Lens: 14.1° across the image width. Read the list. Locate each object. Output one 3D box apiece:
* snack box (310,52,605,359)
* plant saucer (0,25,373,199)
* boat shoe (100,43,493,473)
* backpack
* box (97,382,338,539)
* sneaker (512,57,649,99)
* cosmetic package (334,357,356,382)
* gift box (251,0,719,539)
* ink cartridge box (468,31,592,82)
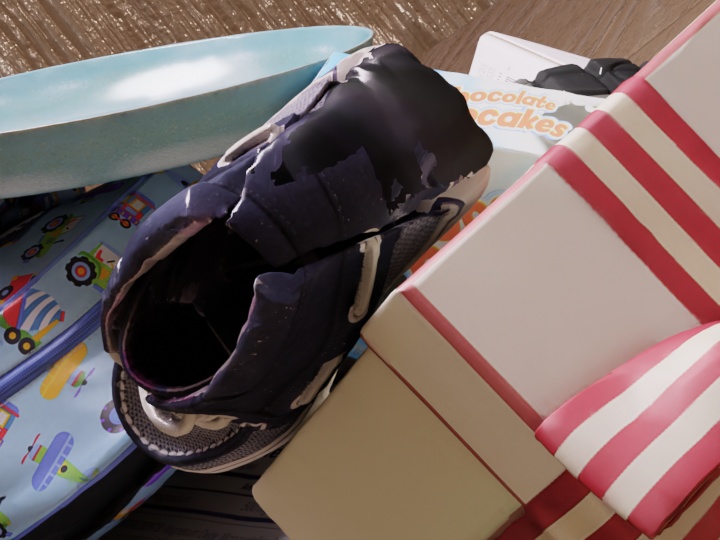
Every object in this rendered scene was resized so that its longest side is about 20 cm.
[{"bbox_3d":[0.081,-0.004,0.974,0.200,0.116,0.037,11,46,20],"label":"snack box"},{"bbox_3d":[-0.091,-0.055,1.039,0.200,0.027,0.200,-10,11,2],"label":"plant saucer"},{"bbox_3d":[-0.045,0.015,0.815,0.093,0.075,0.200,-35,-11,-38],"label":"boat shoe"},{"bbox_3d":[-0.117,0.031,1.061,0.200,0.135,0.183,-36,5,42],"label":"backpack"},{"bbox_3d":[-0.028,0.139,1.037,0.200,0.105,0.184,-42,20,-25],"label":"box"},{"bbox_3d":[0.139,-0.027,1.016,0.075,0.200,0.079,-117,34,-69],"label":"sneaker"},{"bbox_3d":[0.000,0.000,1.163,0.200,0.090,0.107,151,128,-70],"label":"cosmetic package"},{"bbox_3d":[0.111,0.046,0.814,0.185,0.200,0.187,-47,-4,-29],"label":"gift box"},{"bbox_3d":[0.092,-0.004,1.159,0.200,0.083,0.147,-140,65,-71],"label":"ink cartridge box"}]
